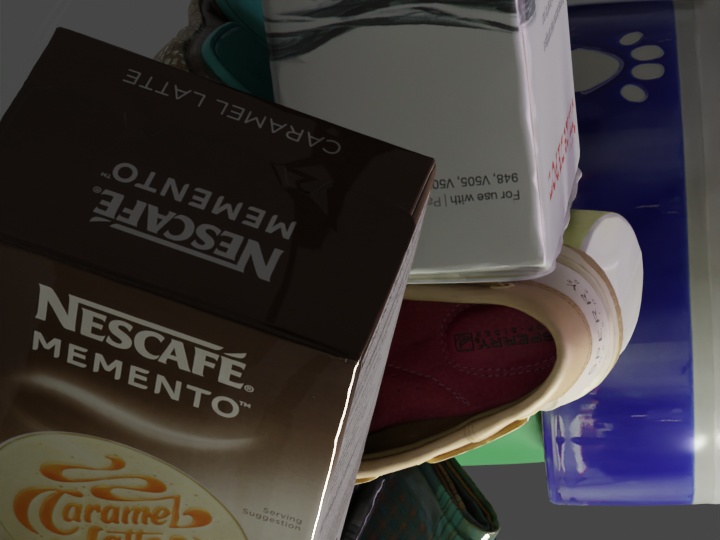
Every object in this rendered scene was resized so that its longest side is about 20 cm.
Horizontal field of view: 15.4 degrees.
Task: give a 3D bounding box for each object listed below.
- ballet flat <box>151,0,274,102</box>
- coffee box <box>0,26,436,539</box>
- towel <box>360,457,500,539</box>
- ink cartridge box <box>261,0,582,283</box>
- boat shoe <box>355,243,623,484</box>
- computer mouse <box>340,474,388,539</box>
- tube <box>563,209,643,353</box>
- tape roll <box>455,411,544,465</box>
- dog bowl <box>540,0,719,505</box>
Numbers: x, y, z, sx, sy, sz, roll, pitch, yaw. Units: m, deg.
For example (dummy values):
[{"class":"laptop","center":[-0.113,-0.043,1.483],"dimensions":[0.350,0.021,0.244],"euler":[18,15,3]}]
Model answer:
[{"class":"ballet flat","center":[-0.048,-0.058,0.916],"dimensions":[0.065,0.071,0.200],"euler":[-45,-179,15]},{"class":"coffee box","center":[-0.057,0.043,0.755],"dimensions":[0.200,0.114,0.080],"euler":[103,8,-47]},{"class":"towel","center":[-0.033,0.127,1.116],"dimensions":[0.022,0.147,0.200],"euler":[4,131,-46]},{"class":"ink cartridge box","center":[0.018,-0.108,0.841],"dimensions":[0.147,0.083,0.200],"euler":[-61,146,-72]},{"class":"boat shoe","center":[-0.019,0.034,0.844],"dimensions":[0.069,0.200,0.074],"euler":[-29,102,-74]},{"class":"computer mouse","center":[-0.054,0.065,0.984],"dimensions":[0.200,0.044,0.110],"euler":[15,107,-54]},{"class":"tube","center":[0.000,0.000,0.928],"dimensions":[0.058,0.200,0.052],"euler":[-32,120,-53]},{"class":"tape roll","center":[0.054,-0.017,1.135],"dimensions":[0.200,0.048,0.201],"euler":[-2,90,-85]},{"class":"dog bowl","center":[0.109,-0.007,1.048],"dimensions":[0.200,0.079,0.201],"euler":[-3,90,-85]}]
